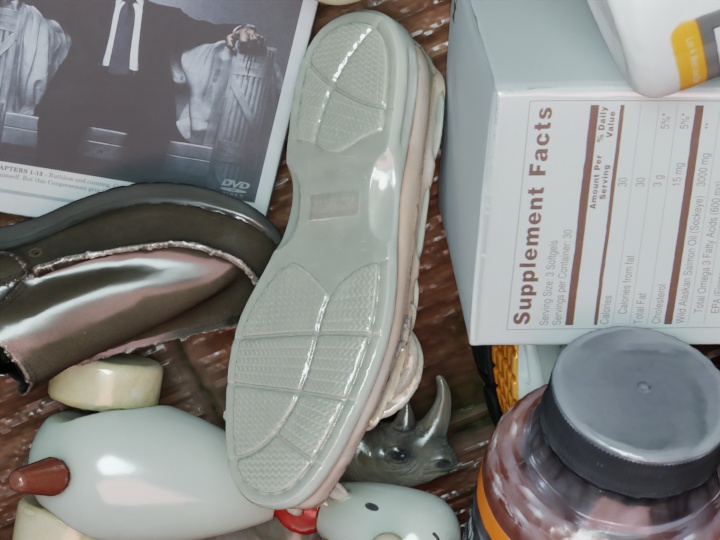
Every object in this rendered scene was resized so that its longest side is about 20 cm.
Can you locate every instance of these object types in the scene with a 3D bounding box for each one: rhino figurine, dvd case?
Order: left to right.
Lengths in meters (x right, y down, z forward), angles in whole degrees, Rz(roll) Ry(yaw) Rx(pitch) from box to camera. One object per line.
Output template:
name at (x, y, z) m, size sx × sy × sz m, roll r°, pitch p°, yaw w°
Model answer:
dvd case at (-0.092, -0.108, 0.890) m, size 0.149 × 0.025 × 0.201 m, roll 9°, pitch 119°, yaw -11°
rhino figurine at (-0.030, 0.117, 1.002) m, size 0.087 × 0.060 × 0.200 m, roll 42°, pitch 107°, yaw -7°

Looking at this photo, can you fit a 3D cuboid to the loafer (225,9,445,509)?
loafer at (0.000, 0.000, 0.885) m, size 0.072 × 0.201 × 0.063 m, roll 3°, pitch 168°, yaw 36°

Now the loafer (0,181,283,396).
loafer at (-0.125, 0.020, 0.916) m, size 0.199 × 0.072 × 0.073 m, roll -10°, pitch 139°, yaw 11°

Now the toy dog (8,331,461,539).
toy dog at (-0.066, 0.092, 0.928) m, size 0.199 × 0.096 × 0.133 m, roll -9°, pitch 94°, yaw 18°

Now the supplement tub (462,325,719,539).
supplement tub at (0.092, 0.116, 0.896) m, size 0.106 × 0.107 × 0.201 m, roll 3°, pitch 132°, yaw -8°

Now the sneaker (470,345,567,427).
sneaker at (0.108, 0.070, 0.992) m, size 0.091 × 0.076 × 0.201 m, roll -19°, pitch 128°, yaw -4°

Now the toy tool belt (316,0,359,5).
toy tool belt at (0.000, -0.184, 0.781) m, size 0.124 × 0.123 × 0.201 m, roll 1°, pitch 108°, yaw -8°

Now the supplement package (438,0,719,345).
supplement package at (0.137, -0.048, 0.893) m, size 0.198 × 0.117 × 0.118 m, roll 0°, pitch 122°, yaw -5°

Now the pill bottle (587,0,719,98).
pill bottle at (0.168, -0.147, 0.777) m, size 0.199 × 0.117 × 0.117 m, roll -22°, pitch 120°, yaw 4°
